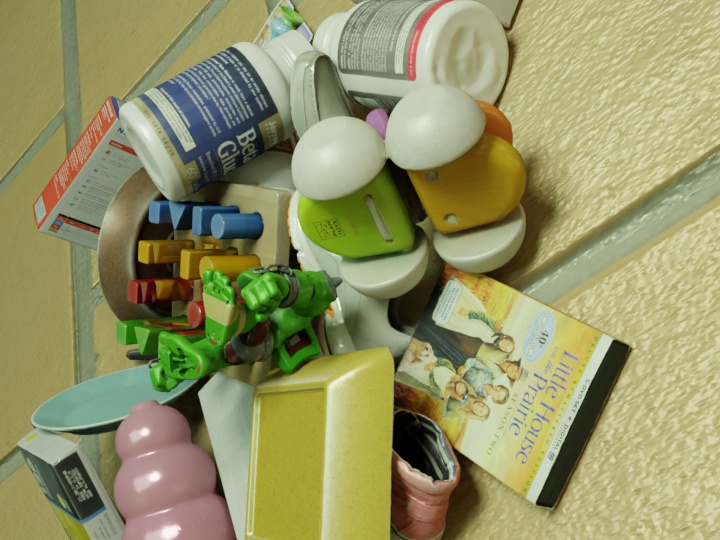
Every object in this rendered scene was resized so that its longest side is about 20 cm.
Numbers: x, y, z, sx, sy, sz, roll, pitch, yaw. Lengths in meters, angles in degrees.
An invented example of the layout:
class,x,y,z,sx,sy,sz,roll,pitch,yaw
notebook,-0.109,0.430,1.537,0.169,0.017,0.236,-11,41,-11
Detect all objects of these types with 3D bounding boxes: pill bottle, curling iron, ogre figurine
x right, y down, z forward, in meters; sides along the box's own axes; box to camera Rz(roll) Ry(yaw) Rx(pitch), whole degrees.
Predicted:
class,x,y,z,sx,sy,sz,roll,pitch,yaw
pill bottle,-0.135,-0.165,1.000,0.200,0.111,0.111,-32,41,-14
curling iron,-0.232,0.090,1.204,0.200,0.026,0.050,-17,99,47
ogre figurine,-0.098,0.050,0.863,0.098,0.120,0.200,48,127,27
pill bottle,-0.118,-0.118,1.102,0.112,0.112,0.200,-42,47,28
pill bottle,0.041,-0.213,0.969,0.200,0.110,0.111,19,89,49

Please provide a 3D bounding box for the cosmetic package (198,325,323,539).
class,x,y,z,sx,sy,sz,roll,pitch,yaw
cosmetic package,-0.087,0.161,1.002,0.151,0.052,0.200,-48,45,26

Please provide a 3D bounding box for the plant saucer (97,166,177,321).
class,x,y,z,sx,sy,sz,roll,pitch,yaw
plant saucer,-0.217,-0.025,1.119,0.034,0.200,0.201,10,82,31

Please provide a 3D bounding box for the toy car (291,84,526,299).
class,x,y,z,sx,sy,sz,roll,pitch,yaw
toy car,0.042,-0.085,0.847,0.199,0.175,0.150,-16,41,15

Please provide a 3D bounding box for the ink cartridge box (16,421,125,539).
class,x,y,z,sx,sy,sz,roll,pitch,yaw
ink cartridge box,-0.315,0.274,1.098,0.200,0.047,0.198,-2,116,56

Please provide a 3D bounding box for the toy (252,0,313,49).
class,x,y,z,sx,sy,sz,roll,pitch,yaw
toy,-0.144,-0.248,1.233,0.200,0.047,0.115,-50,43,20

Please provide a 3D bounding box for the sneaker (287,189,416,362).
class,x,y,z,sx,sy,sz,roll,pitch,yaw
sneaker,0.000,0.000,0.940,0.092,0.076,0.201,-23,84,21

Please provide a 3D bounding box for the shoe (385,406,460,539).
class,x,y,z,sx,sy,sz,roll,pitch,yaw
shoe,0.019,0.143,0.859,0.200,0.071,0.091,52,139,40

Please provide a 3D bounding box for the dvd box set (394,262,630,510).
class,x,y,z,sx,sy,sz,roll,pitch,yaw
dvd box set,0.116,0.088,0.826,0.200,0.029,0.147,30,97,49

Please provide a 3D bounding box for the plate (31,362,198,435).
class,x,y,z,sx,sy,sz,roll,pitch,yaw
plate,-0.279,0.152,1.132,0.200,0.200,0.026,1,107,48

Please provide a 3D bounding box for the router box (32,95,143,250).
class,x,y,z,sx,sy,sz,roll,pitch,yaw
router box,-0.261,-0.095,1.184,0.180,0.200,0.049,-47,45,22

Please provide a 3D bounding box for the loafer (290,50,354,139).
class,x,y,z,sx,sy,sz,roll,pitch,yaw
loafer,-0.017,-0.122,0.974,0.070,0.070,0.201,0,116,38

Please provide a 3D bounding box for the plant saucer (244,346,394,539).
class,x,y,z,sx,sy,sz,roll,pitch,yaw
plant saucer,-0.046,0.171,0.844,0.200,0.048,0.201,-16,69,57

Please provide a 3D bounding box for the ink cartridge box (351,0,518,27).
class,x,y,z,sx,sy,sz,roll,pitch,yaw
ink cartridge box,0.082,-0.334,0.992,0.200,0.087,0.146,19,88,48

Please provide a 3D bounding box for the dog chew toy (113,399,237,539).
class,x,y,z,sx,sy,sz,roll,pitch,yaw
dog chew toy,-0.198,0.233,1.010,0.124,0.124,0.201,-23,80,40

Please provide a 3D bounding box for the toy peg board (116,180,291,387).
class,x,y,z,sx,sy,sz,roll,pitch,yaw
toy peg board,-0.170,0.010,1.001,0.200,0.098,0.200,13,103,49
